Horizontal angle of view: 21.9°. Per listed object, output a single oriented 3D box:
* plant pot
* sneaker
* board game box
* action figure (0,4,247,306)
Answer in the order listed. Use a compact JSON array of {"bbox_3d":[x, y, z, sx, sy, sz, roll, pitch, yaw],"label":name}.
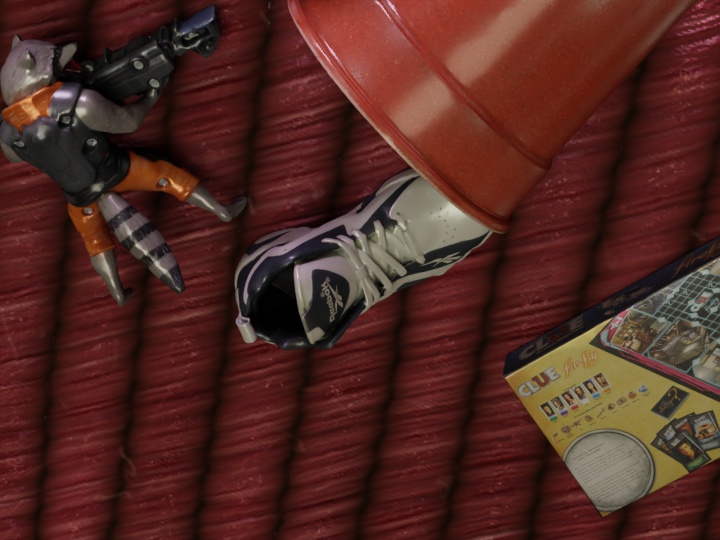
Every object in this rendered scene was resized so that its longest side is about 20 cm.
[{"bbox_3d":[0.093,-0.162,1.141,0.195,0.201,0.201,-42,102,13],"label":"plant pot"},{"bbox_3d":[0.000,0.000,1.249,0.198,0.130,0.080,-14,112,14],"label":"sneaker"},{"bbox_3d":[0.219,0.072,1.301,0.199,0.035,0.136,-30,107,19],"label":"board game box"},{"bbox_3d":[-0.161,-0.087,1.252,0.199,0.105,0.194,-32,115,22],"label":"action figure"}]
